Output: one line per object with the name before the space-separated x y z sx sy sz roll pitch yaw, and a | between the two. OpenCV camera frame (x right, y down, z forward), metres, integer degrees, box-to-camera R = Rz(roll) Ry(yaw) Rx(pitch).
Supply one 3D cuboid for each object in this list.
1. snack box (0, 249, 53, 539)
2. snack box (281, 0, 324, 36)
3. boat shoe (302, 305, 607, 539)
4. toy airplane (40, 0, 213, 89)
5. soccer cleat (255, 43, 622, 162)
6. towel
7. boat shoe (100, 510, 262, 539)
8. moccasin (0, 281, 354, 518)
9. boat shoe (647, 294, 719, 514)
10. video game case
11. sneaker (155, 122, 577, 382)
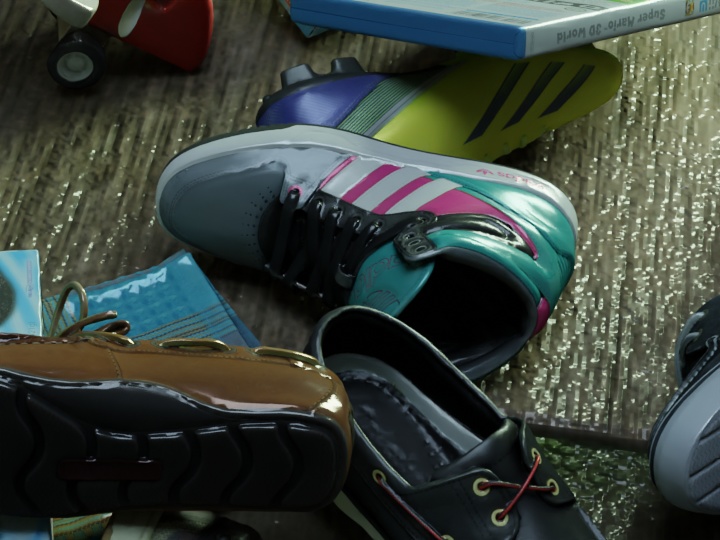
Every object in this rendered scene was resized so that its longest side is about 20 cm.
snack box | -0.187 0.073 1.021 0.116 0.037 0.200 -4 43 -6
snack box | -0.037 -0.233 1.343 0.116 0.037 0.200 -30 77 -32
boat shoe | 0.046 0.095 1.012 0.074 0.063 0.201 -30 61 -37
toy airplane | -0.142 -0.201 1.224 0.141 0.199 0.200 -28 81 15
soccer cleat | 0.044 -0.068 1.228 0.200 0.065 0.084 -11 72 -23
towel | -0.130 0.064 1.075 0.200 0.022 0.147 -18 45 -23
boat shoe | -0.080 0.157 0.931 0.065 0.073 0.200 3 40 7
moccasin | -0.103 0.051 0.973 0.201 0.074 0.078 -1 28 -4
boat shoe | 0.174 0.046 1.095 0.071 0.072 0.200 21 32 31
video game case | 0.081 -0.137 1.255 0.143 0.018 0.200 13 20 37
sneaker | 0.000 0.000 1.119 0.200 0.084 0.121 6 31 1
